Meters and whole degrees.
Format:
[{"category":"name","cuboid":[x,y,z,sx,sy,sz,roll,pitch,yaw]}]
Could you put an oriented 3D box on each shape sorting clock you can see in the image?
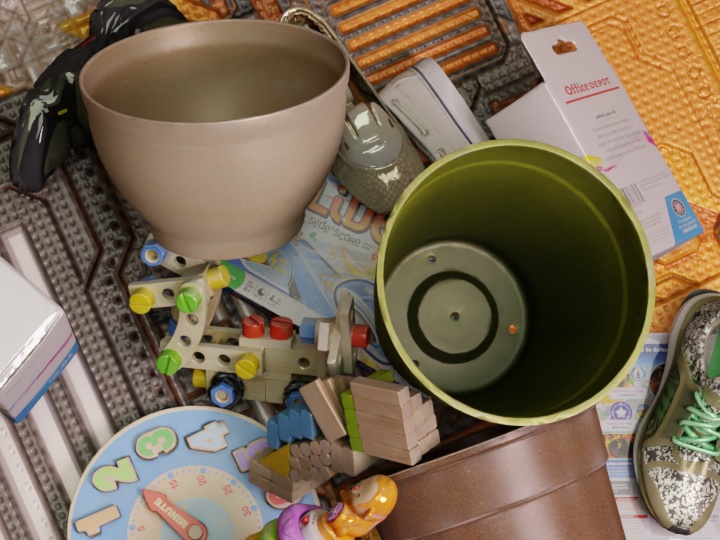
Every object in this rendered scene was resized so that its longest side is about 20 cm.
[{"category":"shape sorting clock","cuboid":[-0.128,0.205,1.430,0.200,0.039,0.200,1,81,-5]}]

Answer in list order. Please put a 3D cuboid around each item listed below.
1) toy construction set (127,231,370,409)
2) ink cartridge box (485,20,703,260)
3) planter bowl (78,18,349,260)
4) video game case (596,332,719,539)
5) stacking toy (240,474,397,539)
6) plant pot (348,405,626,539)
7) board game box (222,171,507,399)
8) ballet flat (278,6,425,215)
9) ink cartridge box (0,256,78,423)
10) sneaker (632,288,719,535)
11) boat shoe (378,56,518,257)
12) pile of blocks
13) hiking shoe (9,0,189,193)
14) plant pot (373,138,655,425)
[{"category":"toy construction set","cuboid":[-0.079,0.045,1.412,0.200,0.092,0.131,12,118,23]},{"category":"ink cartridge box","cuboid":[0.178,-0.093,1.464,0.068,0.115,0.200,-32,83,35]},{"category":"planter bowl","cuboid":[-0.104,-0.091,1.385,0.200,0.200,0.135,-7,119,-6]},{"category":"video game case","cuboid":[0.223,0.150,1.481,0.143,0.018,0.200,0,81,-5]},{"category":"stacking toy","cuboid":[-0.042,0.213,1.327,0.110,0.116,0.200,38,117,-11]},{"category":"plant pot","cuboid":[0.117,0.218,1.373,0.200,0.200,0.198,-19,86,-8]},{"category":"board game box","cuboid":[0.000,0.000,1.477,0.200,0.034,0.135,29,79,0]},{"category":"ballet flat","cuboid":[-0.014,-0.127,1.458,0.067,0.062,0.200,-32,68,-8]},{"category":"ink cartridge box","cuboid":[-0.291,0.030,1.362,0.144,0.200,0.085,39,80,2]},{"category":"sneaker","cuboid":[0.266,0.107,1.438,0.077,0.089,0.200,12,80,-3]},{"category":"boat shoe","cuboid":[0.081,-0.075,1.481,0.070,0.071,0.200,-33,82,-4]},{"category":"pile of blocks","cuboid":[-0.011,0.113,1.369,0.062,0.200,0.082,-30,93,-43]},{"category":"hiking shoe","cuboid":[-0.199,-0.135,1.461,0.101,0.076,0.200,32,79,4]},{"category":"plant pot","cuboid":[0.091,0.021,1.362,0.200,0.193,0.201,2,81,-11]}]
